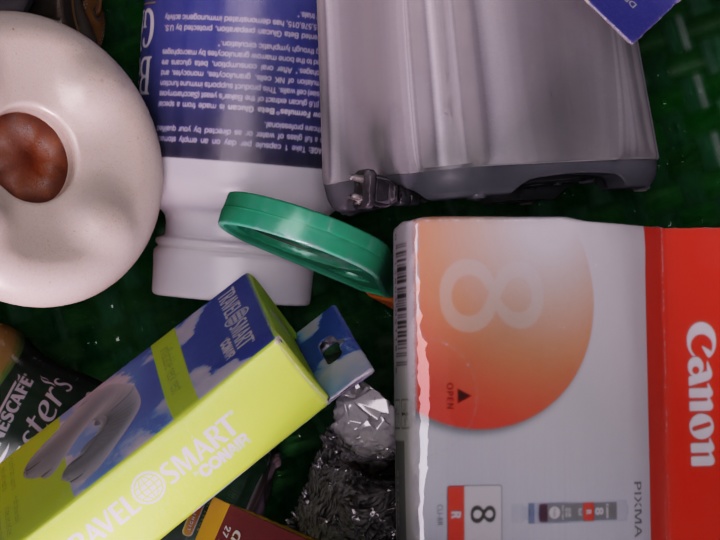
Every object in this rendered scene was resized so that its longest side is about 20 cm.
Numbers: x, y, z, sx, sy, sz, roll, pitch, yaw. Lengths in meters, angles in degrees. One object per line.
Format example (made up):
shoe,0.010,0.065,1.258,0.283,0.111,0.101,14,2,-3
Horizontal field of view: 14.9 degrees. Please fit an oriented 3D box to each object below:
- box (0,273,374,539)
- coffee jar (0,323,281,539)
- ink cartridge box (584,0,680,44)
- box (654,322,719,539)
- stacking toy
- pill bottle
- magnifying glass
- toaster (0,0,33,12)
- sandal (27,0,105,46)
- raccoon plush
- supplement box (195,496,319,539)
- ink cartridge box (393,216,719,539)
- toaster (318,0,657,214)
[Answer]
box,-0.093,0.078,1.295,0.200,0.122,0.048,-38,107,1
coffee jar,-0.148,0.099,1.405,0.199,0.085,0.105,22,76,5
ink cartridge box,0.116,-0.227,1.336,0.198,0.200,0.047,45,129,3
box,0.173,0.107,1.344,0.183,0.105,0.201,-29,88,-15
stacking toy,-0.202,-0.032,1.372,0.145,0.200,0.147,11,68,-30
pill bottle,-0.058,-0.085,1.386,0.110,0.111,0.202,4,90,5
magnifying glass,0.000,0.000,1.343,0.079,0.200,0.023,14,83,33
toaster,-0.259,-0.123,1.374,0.114,0.129,0.200,48,116,20
sandal,-0.158,-0.128,1.423,0.081,0.055,0.201,-17,92,29
raccoon plush,-0.023,0.128,1.347,0.134,0.200,0.097,-45,55,-5
supplement box,0.031,0.214,1.222,0.199,0.197,0.134,27,84,-33
ink cartridge box,0.114,0.058,1.255,0.198,0.050,0.164,0,87,-9
toaster,0.053,-0.097,1.332,0.113,0.199,0.130,-7,89,46
